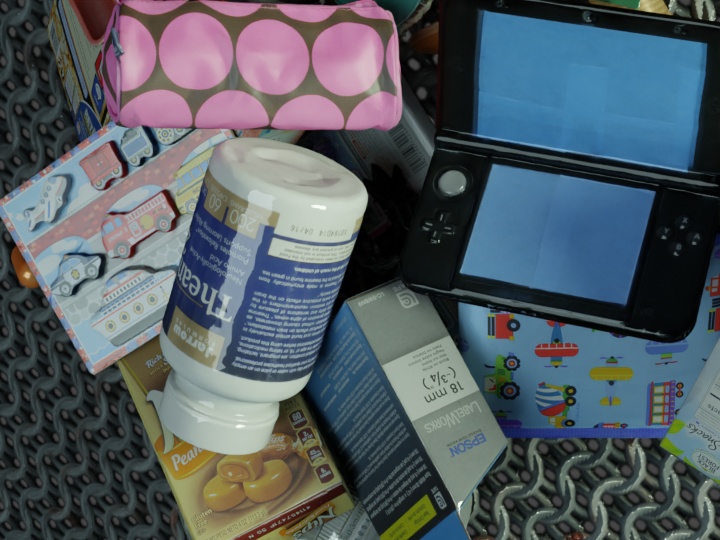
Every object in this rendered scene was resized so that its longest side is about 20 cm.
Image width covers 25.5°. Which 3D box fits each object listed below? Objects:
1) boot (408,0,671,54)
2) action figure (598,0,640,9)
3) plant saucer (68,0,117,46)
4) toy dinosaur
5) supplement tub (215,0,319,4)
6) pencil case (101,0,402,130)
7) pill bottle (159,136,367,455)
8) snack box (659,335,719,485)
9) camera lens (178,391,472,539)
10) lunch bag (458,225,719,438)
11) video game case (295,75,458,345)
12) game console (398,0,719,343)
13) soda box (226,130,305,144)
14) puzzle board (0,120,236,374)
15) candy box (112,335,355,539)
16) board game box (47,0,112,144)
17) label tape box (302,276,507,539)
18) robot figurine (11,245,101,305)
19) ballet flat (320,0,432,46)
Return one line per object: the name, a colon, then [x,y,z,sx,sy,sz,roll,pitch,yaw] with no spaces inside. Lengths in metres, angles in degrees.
boot: [0.134,-0.128,1.095,0.200,0.071,0.145,-12,106,41]
action figure: [0.150,-0.277,1.007,0.118,0.055,0.201,19,93,23]
plant saucer: [-0.148,-0.286,1.102,0.200,0.037,0.200,-42,60,25]
toy dinosaur: [0.000,0.000,1.208,0.199,0.102,0.136,20,136,3]
supplement tub: [-0.041,-0.268,1.124,0.123,0.122,0.200,52,128,7]
pencil case: [-0.071,-0.140,1.061,0.091,0.199,0.094,-167,78,-77]
pill bottle: [-0.074,0.020,1.092,0.111,0.111,0.201,27,112,23]
snack box: [0.281,0.021,0.988,0.067,0.168,0.201,32,122,21]
camera lens: [-0.032,0.185,1.265,0.199,0.160,0.161,28,121,23]
lunch bag: [0.172,0.040,1.118,0.199,0.094,0.152,4,110,13]
video game case: [0.018,-0.025,1.239,0.182,0.024,0.201,-34,88,38]
game console: [0.130,-0.067,1.018,0.199,0.173,0.119,11,156,17]
soda box: [-0.094,-0.106,1.203,0.069,0.063,0.200,58,144,10]
puzzle board: [-0.162,-0.034,1.174,0.199,0.017,0.151,-31,87,21]
candy box: [-0.098,0.113,1.191,0.201,0.115,0.055,61,176,31]
board game box: [-0.190,-0.187,1.229,0.152,0.046,0.200,70,153,22]
label tape box: [0.039,0.124,1.116,0.201,0.063,0.144,62,154,14]
robot figurine: [-0.199,-0.006,1.308,0.144,0.117,0.200,40,177,-27]
ballet flat: [0.009,-0.189,1.130,0.076,0.064,0.200,42,143,-2]
